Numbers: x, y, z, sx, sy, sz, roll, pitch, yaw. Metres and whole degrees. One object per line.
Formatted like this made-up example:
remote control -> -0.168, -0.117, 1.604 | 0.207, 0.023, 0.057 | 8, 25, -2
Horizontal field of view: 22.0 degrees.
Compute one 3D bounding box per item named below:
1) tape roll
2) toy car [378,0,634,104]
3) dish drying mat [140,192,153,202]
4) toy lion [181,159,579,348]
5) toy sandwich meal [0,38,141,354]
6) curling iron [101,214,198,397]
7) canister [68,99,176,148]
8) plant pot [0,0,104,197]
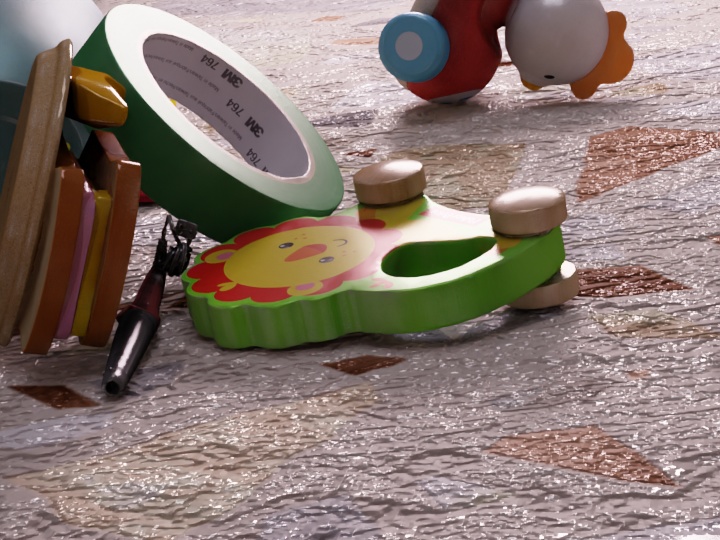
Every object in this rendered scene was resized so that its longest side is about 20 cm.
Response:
tape roll -> -0.103, -0.094, 1.243 | 0.200, 0.048, 0.201 | 36, 22, -17
toy car -> 0.145, -0.208, 1.668 | 0.199, 0.178, 0.184 | 29, 11, 13
dish drying mat -> -0.238, -0.069, 1.481 | 0.199, 0.018, 0.077 | 0, 16, 18
toy lion -> 0.000, 0.000, 1.101 | 0.191, 0.069, 0.199 | -26, 25, -35
toy sandwich meal -> -0.174, -0.041, 1.096 | 0.070, 0.206, 0.205 | 12, 12, -13
curling iron -> -0.128, 0.021, 1.085 | 0.025, 0.050, 0.200 | 19, 26, -1
canister -> -0.228, -0.130, 1.527 | 0.147, 0.087, 0.200 | -2, 8, -1
plant pot -> -0.257, -0.100, 1.297 | 0.199, 0.202, 0.161 | -8, 26, -8
